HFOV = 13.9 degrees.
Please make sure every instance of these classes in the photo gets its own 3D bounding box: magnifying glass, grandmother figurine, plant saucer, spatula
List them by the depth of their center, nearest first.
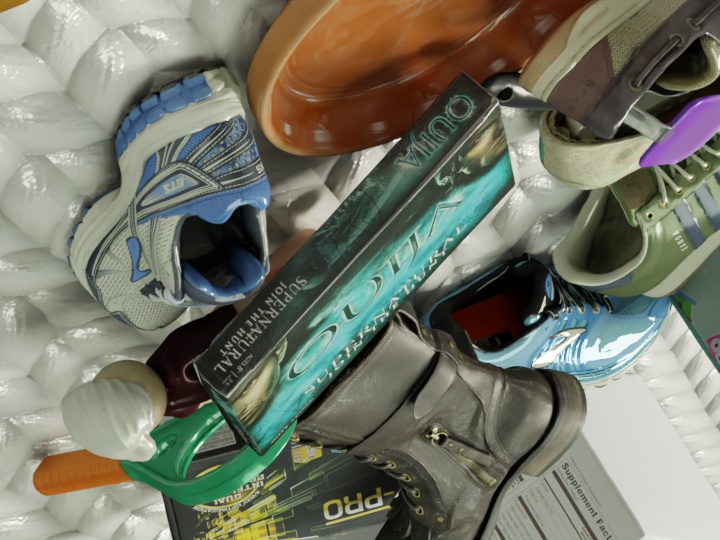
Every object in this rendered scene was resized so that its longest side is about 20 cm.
[{"bbox_3d":[0.033,-0.127,1.416,0.200,0.032,0.200,-28,160,-11],"label":"plant saucer"},{"bbox_3d":[0.130,-0.083,1.548,0.200,0.021,0.057,9,132,-43],"label":"spatula"},{"bbox_3d":[-0.075,0.040,1.555,0.200,0.061,0.121,-32,156,-34],"label":"grandmother figurine"},{"bbox_3d":[-0.111,0.101,1.626,0.200,0.022,0.080,-16,-147,46],"label":"magnifying glass"}]

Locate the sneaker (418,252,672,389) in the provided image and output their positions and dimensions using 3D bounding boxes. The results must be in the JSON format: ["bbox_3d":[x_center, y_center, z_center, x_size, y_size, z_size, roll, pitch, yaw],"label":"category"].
[{"bbox_3d":[0.116,0.029,1.825,0.200,0.078,0.090,-20,154,-27],"label":"sneaker"}]

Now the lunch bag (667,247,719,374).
[{"bbox_3d":[0.276,-0.022,1.802,0.077,0.161,0.200,-3,143,-51],"label":"lunch bag"}]

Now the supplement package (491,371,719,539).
[{"bbox_3d":[0.154,0.155,2.046,0.111,0.156,0.200,-39,158,18],"label":"supplement package"}]

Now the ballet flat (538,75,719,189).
[{"bbox_3d":[0.187,-0.108,1.629,0.200,0.068,0.062,-32,150,1],"label":"ballet flat"}]

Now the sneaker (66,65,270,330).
[{"bbox_3d":[-0.087,-0.011,1.437,0.077,0.085,0.200,-23,159,-21],"label":"sneaker"}]

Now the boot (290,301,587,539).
[{"bbox_3d":[0.015,0.098,1.679,0.174,0.069,0.200,18,122,-37],"label":"boot"}]

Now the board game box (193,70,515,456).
[{"bbox_3d":[0.000,0.000,1.495,0.200,0.028,0.135,-48,165,-7],"label":"board game box"}]

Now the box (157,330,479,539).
[{"bbox_3d":[-0.022,0.120,1.778,0.200,0.049,0.161,-14,145,-6],"label":"box"}]

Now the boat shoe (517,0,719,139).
[{"bbox_3d":[0.158,-0.120,1.509,0.200,0.065,0.072,-32,169,-46],"label":"boat shoe"}]

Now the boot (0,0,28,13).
[{"bbox_3d":[-0.187,-0.109,1.094,0.144,0.071,0.201,-45,161,25],"label":"boot"}]

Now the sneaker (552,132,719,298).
[{"bbox_3d":[0.187,-0.053,1.745,0.090,0.067,0.200,-2,141,-39],"label":"sneaker"}]
